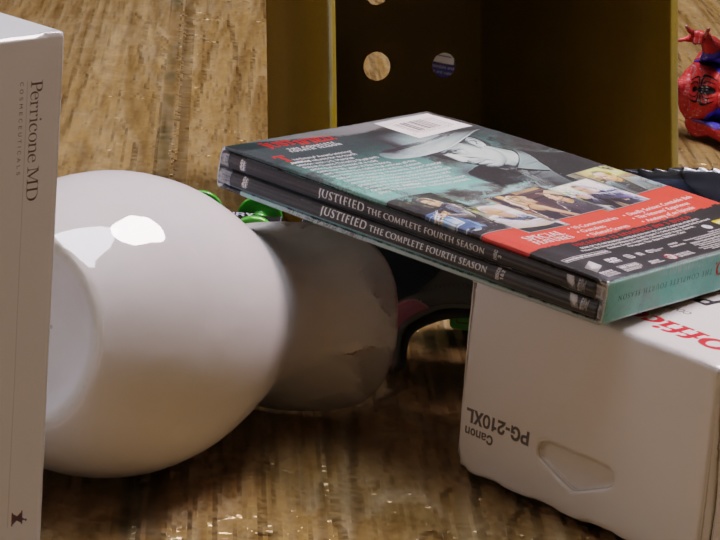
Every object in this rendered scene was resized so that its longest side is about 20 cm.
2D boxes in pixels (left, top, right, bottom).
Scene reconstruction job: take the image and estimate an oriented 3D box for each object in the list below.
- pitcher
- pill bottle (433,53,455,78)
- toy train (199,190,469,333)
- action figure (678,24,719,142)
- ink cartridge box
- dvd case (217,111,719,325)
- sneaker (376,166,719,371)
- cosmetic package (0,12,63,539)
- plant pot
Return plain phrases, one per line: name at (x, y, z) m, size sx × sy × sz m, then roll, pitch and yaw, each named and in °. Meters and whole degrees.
pitcher at (-0.103, 0.019, 1.179) m, size 0.171 × 0.122 × 0.200 m, roll 4°, pitch 3°, yaw 29°
pill bottle at (0.085, -0.171, 1.725) m, size 0.111 × 0.201 × 0.112 m, roll 3°, pitch 15°, yaw -1°
toy train at (0.000, 0.000, 1.362) m, size 0.199 × 0.057 × 0.042 m, roll 5°, pitch 21°, yaw 2°
action figure at (0.266, -0.107, 1.776) m, size 0.199 × 0.066 × 0.099 m, roll 8°, pitch -1°, yaw 15°
ink cartridge box at (0.160, 0.046, 1.181) m, size 0.200 × 0.085 × 0.145 m, roll -9°, pitch 20°, yaw -40°
dvd case at (0.061, -0.026, 1.193) m, size 0.200 × 0.022 × 0.146 m, roll 21°, pitch 22°, yaw 34°
sneaker at (0.094, -0.001, 1.297) m, size 0.199 × 0.082 × 0.070 m, roll -7°, pitch -8°, yaw 12°
cosmetic package at (-0.178, 0.017, 0.991) m, size 0.150 × 0.201 × 0.052 m, roll -10°, pitch 21°, yaw -42°
plant pot at (0.041, -0.108, 1.541) m, size 0.199 × 0.201 × 0.176 m, roll -3°, pitch 5°, yaw -23°
